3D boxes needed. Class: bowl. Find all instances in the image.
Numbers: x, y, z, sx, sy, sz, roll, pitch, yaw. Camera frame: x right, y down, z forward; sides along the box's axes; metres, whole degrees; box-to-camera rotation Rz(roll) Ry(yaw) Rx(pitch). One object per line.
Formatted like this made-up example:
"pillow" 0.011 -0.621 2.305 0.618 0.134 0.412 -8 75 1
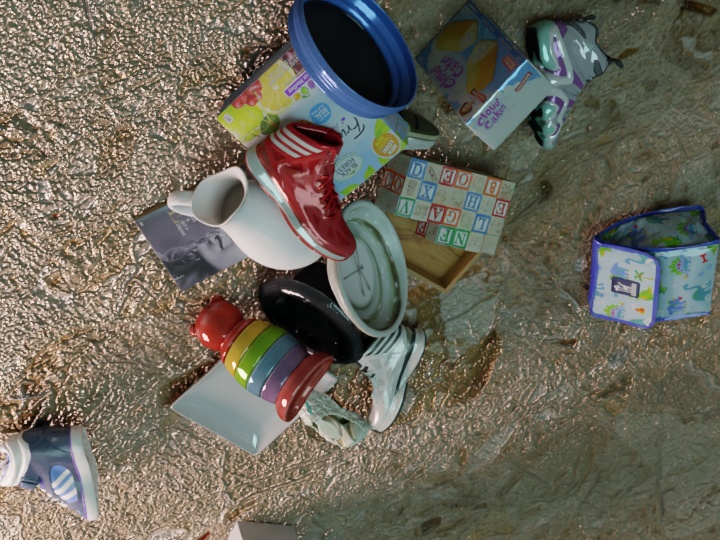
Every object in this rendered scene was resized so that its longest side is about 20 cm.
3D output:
"bowl" -0.011 -0.283 1.522 0.201 0.201 0.039 27 135 -34

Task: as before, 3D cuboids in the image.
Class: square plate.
"square plate" -0.170 0.191 1.909 0.200 0.028 0.198 -43 129 12

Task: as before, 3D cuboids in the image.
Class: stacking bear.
"stacking bear" -0.159 0.120 1.773 0.121 0.200 0.114 -55 168 -1

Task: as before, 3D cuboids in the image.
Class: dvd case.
"dvd case" -0.204 -0.067 1.714 0.200 0.016 0.149 -28 129 0

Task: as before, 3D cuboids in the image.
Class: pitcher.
"pitcher" -0.152 -0.074 1.651 0.200 0.171 0.121 23 75 -48

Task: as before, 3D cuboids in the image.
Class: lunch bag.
"lunch bag" 0.479 -0.002 1.966 0.200 0.127 0.170 -7 130 -1

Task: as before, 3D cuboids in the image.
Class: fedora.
"fedora" -0.057 0.054 1.791 0.092 0.200 0.201 -57 135 -26

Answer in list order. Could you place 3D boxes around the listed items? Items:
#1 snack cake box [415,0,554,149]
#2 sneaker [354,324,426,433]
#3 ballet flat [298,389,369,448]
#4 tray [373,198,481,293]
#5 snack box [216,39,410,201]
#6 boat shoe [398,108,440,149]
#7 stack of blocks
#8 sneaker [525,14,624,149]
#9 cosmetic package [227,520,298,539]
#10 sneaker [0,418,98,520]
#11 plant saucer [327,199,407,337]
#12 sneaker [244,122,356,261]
"snack cake box" 0.163 -0.265 1.591 0.115 0.200 0.067 -45 127 14
"sneaker" 0.021 0.170 1.951 0.115 0.076 0.201 14 111 -19
"ballet flat" -0.042 0.260 1.963 0.072 0.072 0.200 -40 140 10
"tray" 0.089 -0.047 1.830 0.200 0.037 0.099 29 111 -34
"snack box" -0.061 -0.197 1.580 0.200 0.068 0.169 42 118 -19
"boat shoe" 0.010 -0.194 1.673 0.200 0.075 0.068 9 123 -14
"stack of blocks" 0.123 -0.099 1.754 0.200 0.059 0.115 10 101 -35
"sneaker" 0.315 -0.274 1.724 0.140 0.078 0.200 -14 129 -11
"cosmetic package" -0.178 0.583 2.082 0.123 0.200 0.199 12 120 -31
"sneaker" -0.491 0.321 1.855 0.146 0.081 0.200 -7 130 -7
"plant saucer" 0.000 0.000 1.710 0.050 0.200 0.200 -11 137 30
"sneaker" -0.049 -0.107 1.551 0.115 0.078 0.200 -32 114 28
